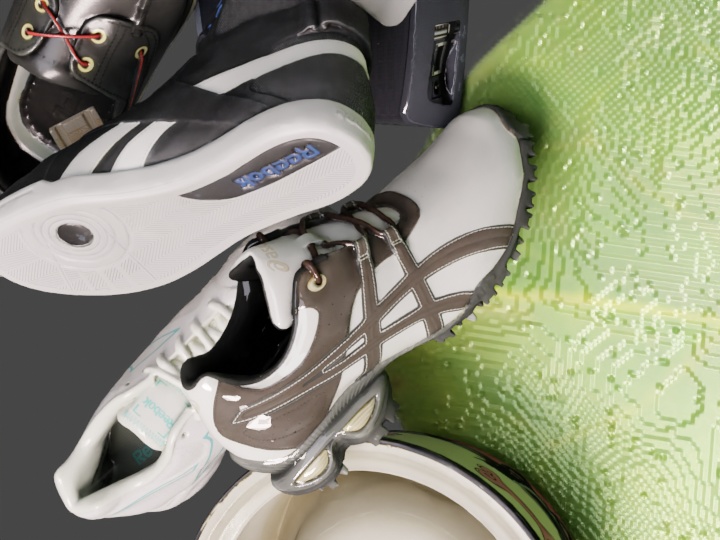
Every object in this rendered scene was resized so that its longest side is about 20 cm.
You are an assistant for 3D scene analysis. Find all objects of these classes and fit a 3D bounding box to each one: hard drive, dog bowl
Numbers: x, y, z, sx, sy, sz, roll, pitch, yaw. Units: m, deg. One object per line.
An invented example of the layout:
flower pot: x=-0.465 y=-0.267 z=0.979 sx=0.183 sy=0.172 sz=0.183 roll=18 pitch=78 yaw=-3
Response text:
hard drive: x=-0.018 y=-0.163 z=1.242 sx=0.135 sy=0.042 sz=0.200 roll=5 pitch=104 yaw=23
dog bowl: x=0.020 y=0.165 z=1.284 sx=0.200 sy=0.074 sz=0.200 roll=6 pitch=105 yaw=22

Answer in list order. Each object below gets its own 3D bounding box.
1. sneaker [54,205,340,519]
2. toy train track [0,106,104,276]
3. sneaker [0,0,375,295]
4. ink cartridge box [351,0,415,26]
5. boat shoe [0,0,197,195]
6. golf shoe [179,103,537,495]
sneaker: x=-0.070 y=0.051 z=1.295 sx=0.070 sy=0.080 sz=0.200 roll=44 pitch=114 yaw=11
toy train track: x=-0.147 y=-0.009 z=1.278 sx=0.200 sy=0.115 sz=0.033 roll=-27 pitch=53 yaw=2
sneaker: x=-0.076 y=-0.064 z=1.215 sx=0.200 sy=0.112 sz=0.073 roll=-17 pitch=137 yaw=27
ink cartridge box: x=0.036 y=-0.202 z=1.147 sx=0.116 sy=0.068 sz=0.200 roll=34 pitch=101 yaw=-17
boat shoe: x=-0.125 y=-0.107 z=1.250 sx=0.074 sy=0.063 sz=0.201 roll=28 pitch=136 yaw=2
golf shoe: x=0.000 y=0.000 z=1.208 sx=0.200 sy=0.094 sz=0.078 roll=-56 pitch=36 yaw=-7
